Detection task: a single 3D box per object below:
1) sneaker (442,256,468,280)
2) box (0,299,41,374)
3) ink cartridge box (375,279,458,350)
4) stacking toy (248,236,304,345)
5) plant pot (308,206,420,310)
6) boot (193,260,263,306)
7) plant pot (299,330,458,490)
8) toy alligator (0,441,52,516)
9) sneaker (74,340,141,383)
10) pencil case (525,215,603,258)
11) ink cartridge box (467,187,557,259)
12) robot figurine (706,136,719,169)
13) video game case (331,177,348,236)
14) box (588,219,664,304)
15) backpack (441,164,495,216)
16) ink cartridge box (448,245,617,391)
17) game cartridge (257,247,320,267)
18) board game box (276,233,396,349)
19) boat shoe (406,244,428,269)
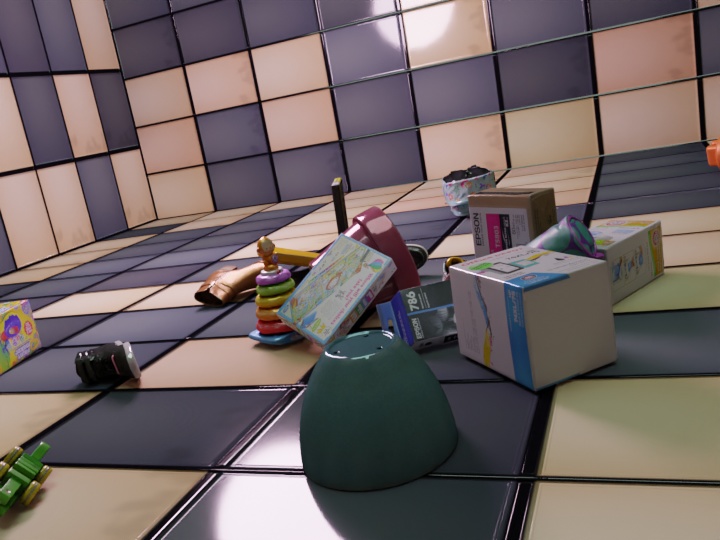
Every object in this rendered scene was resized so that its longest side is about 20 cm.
[{"bbox_3d":[0.203,0.007,1.420,0.076,0.084,0.200,-10,13,3],"label":"sneaker"},{"bbox_3d":[-0.861,0.164,1.558,0.189,0.124,0.200,-8,13,6],"label":"box"},{"bbox_3d":[0.131,0.072,1.182,0.196,0.101,0.039,-14,-27,-6],"label":"ink cartridge box"},{"bbox_3d":[-0.163,0.034,1.347,0.115,0.204,0.109,-21,16,-41],"label":"stacking toy"},{"bbox_3d":[0.000,0.000,1.424,0.177,0.202,0.200,-30,16,-9],"label":"plant pot"},{"bbox_3d":[-0.306,0.040,1.756,0.196,0.075,0.155,-4,22,24],"label":"boot"},{"bbox_3d":[0.011,0.153,0.856,0.196,0.137,0.200,-11,13,2],"label":"plant pot"},{"bbox_3d":[-0.447,0.282,0.885,0.055,0.059,0.200,-52,11,9],"label":"toy alligator"},{"bbox_3d":[-0.473,0.179,1.302,0.098,0.072,0.199,-20,10,-29],"label":"sneaker"},{"bbox_3d":[0.309,-0.003,1.204,0.199,0.093,0.085,-41,-5,30],"label":"pencil case"},{"bbox_3d":[0.293,-0.052,1.327,0.074,0.204,0.164,-18,14,-33],"label":"ink cartridge box"},{"bbox_3d":[1.145,-0.358,2.088,0.142,0.119,0.198,10,-3,-40],"label":"robot figurine"},{"bbox_3d":[-0.057,-0.166,2.088,0.025,0.204,0.181,-7,13,3],"label":"video game case"},{"bbox_3d":[0.457,-0.020,1.279,0.198,0.103,0.112,-21,17,-37],"label":"box"},{"bbox_3d":[0.352,-0.258,2.244,0.174,0.153,0.200,-12,6,4],"label":"backpack"},{"bbox_3d":[0.245,0.060,1.022,0.144,0.149,0.199,-15,13,-20],"label":"ink cartridge box"},{"bbox_3d":[-0.159,-0.032,1.859,0.197,0.033,0.176,9,5,-24],"label":"game cartridge"},{"bbox_3d":[-0.044,0.038,1.280,0.133,0.034,0.201,28,71,37],"label":"board game box"},{"bbox_3d":[0.060,-0.011,1.632,0.196,0.076,0.066,-6,16,21],"label":"boat shoe"}]
